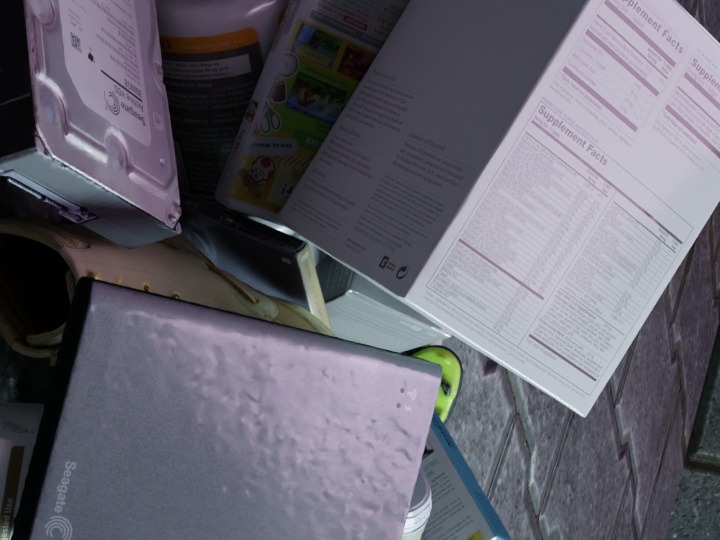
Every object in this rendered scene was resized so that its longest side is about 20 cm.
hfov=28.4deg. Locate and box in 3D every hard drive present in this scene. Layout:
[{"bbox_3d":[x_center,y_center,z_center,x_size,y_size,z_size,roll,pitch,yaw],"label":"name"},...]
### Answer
[{"bbox_3d":[-0.143,-0.124,0.703,0.140,0.038,0.202,36,42,-64],"label":"hard drive"},{"bbox_3d":[-0.064,0.094,0.717,0.199,0.033,0.141,15,89,-27],"label":"hard drive"}]

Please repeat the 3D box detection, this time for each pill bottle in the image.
[{"bbox_3d":[-0.074,-0.097,0.875,0.117,0.115,0.201,-57,148,-44],"label":"pill bottle"}]

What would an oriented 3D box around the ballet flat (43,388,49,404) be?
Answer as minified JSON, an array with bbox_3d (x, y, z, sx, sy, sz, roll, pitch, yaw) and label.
[{"bbox_3d":[-0.121,0.090,0.880,0.200,0.068,0.069,4,80,-61],"label":"ballet flat"}]

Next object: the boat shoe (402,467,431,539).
[{"bbox_3d":[-0.011,0.128,1.065,0.071,0.200,0.062,-12,135,-20],"label":"boat shoe"}]

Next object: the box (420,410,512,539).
[{"bbox_3d":[0.031,0.148,1.108,0.201,0.082,0.049,60,11,26],"label":"box"}]

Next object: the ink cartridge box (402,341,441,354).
[{"bbox_3d":[0.035,-0.036,1.212,0.148,0.075,0.201,62,37,-54],"label":"ink cartridge box"}]

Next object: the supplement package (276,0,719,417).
[{"bbox_3d":[0.089,-0.059,0.780,0.150,0.152,0.201,32,90,-34],"label":"supplement package"}]

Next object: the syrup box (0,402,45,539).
[{"bbox_3d":[-0.127,0.120,0.766,0.199,0.078,0.082,6,95,-39],"label":"syrup box"}]

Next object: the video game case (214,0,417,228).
[{"bbox_3d":[0.031,-0.096,0.840,0.199,0.023,0.183,18,97,-35],"label":"video game case"}]

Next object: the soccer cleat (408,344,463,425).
[{"bbox_3d":[0.028,0.135,1.217,0.201,0.067,0.081,-61,180,27],"label":"soccer cleat"}]

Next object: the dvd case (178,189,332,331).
[{"bbox_3d":[-0.072,0.037,0.888,0.016,0.148,0.201,-46,141,-30],"label":"dvd case"}]

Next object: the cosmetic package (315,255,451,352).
[{"bbox_3d":[0.000,0.000,0.991,0.090,0.200,0.108,23,69,-21],"label":"cosmetic package"}]

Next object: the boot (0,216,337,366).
[{"bbox_3d":[-0.104,0.032,0.759,0.073,0.200,0.155,-58,159,13],"label":"boot"}]
